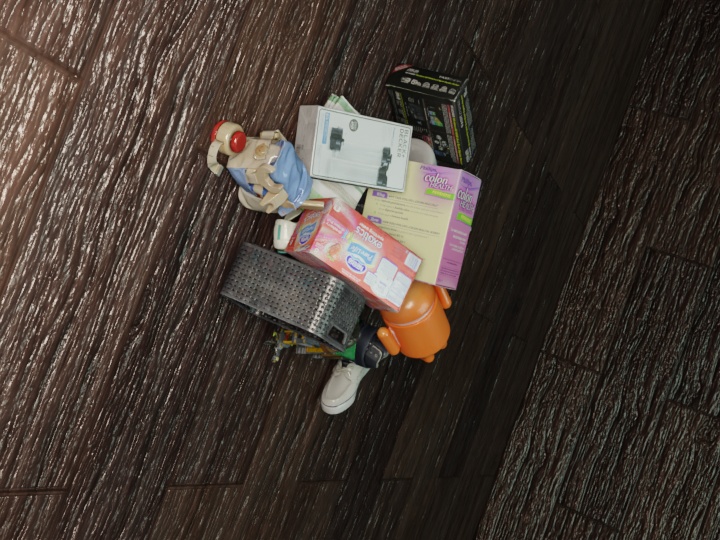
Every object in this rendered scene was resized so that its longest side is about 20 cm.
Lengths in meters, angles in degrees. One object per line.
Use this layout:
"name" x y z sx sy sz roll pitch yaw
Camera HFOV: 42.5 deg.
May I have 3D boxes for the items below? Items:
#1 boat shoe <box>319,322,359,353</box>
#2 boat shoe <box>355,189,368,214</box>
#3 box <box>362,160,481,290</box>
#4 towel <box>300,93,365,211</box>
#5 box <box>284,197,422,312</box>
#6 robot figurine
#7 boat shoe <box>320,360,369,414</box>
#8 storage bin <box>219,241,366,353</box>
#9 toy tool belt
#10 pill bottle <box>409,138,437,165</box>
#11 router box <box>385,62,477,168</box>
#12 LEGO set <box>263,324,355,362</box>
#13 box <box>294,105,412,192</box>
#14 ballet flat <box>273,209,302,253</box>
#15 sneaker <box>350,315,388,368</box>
"boat shoe" -0.056 0.046 1.579 0.075 0.074 0.203 17 54 -35
"boat shoe" 0.007 -0.133 1.710 0.067 0.073 0.199 -32 165 17
"box" 0.099 -0.086 1.645 0.096 0.173 0.204 11 92 -60
"towel" -0.039 -0.177 1.574 0.149 0.030 0.202 37 72 -31
"box" -0.011 -0.024 1.511 0.199 0.094 0.104 33 75 -28
"robot figurine" 0.103 0.084 1.763 0.118 0.141 0.201 -96 164 -47
"boat shoe" -0.025 0.210 1.921 0.200 0.071 0.067 -49 143 -41
"storage bin" -0.106 0.042 1.471 0.095 0.197 0.135 -66 155 -9
"toy tool belt" -0.129 -0.150 1.379 0.126 0.121 0.200 -64 154 -13
"pill bottle" 0.112 -0.167 1.885 0.112 0.109 0.201 -60 154 -22
"router box" 0.142 -0.300 1.804 0.063 0.148 0.201 -59 153 -24
"LEGO set" -0.091 0.090 1.684 0.198 0.114 0.157 8 81 -52
"box" -0.011 -0.201 1.541 0.197 0.060 0.119 7 93 -37
"ballet flat" -0.084 -0.083 1.604 0.199 0.069 0.071 -27 131 -56
"sneaker" 0.001 0.098 1.806 0.077 0.144 0.206 -38 138 -46
